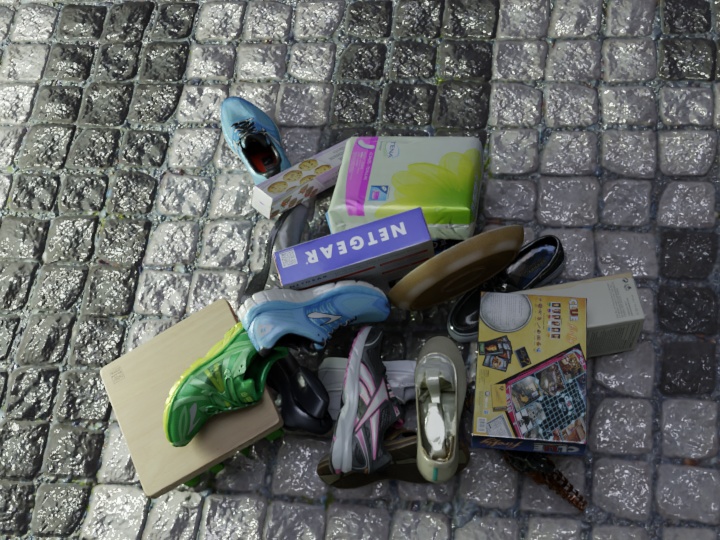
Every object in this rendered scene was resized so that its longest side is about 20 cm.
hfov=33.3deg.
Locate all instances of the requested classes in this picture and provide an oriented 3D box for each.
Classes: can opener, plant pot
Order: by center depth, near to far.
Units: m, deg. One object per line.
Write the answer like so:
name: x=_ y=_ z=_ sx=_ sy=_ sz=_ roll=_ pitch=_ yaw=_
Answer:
plant pot: x=0.129 y=0.003 z=1.559 sx=0.199 sy=0.200 sz=0.028 roll=-27 pitch=76 yaw=-4
can opener: x=-0.092 y=0.144 z=1.605 sx=0.079 sy=0.063 sz=0.200 roll=-56 pitch=42 yaw=15

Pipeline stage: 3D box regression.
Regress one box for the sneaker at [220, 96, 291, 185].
sneaker: x=-0.153 y=-0.194 z=1.800 sx=0.078 sy=0.090 sz=0.200 roll=-30 pitch=62 yaw=-5

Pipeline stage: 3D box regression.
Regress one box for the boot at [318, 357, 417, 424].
boot: x=0.034 y=0.173 z=1.600 sx=0.199 sy=0.074 sz=0.096 roll=1 pitch=68 yaw=21

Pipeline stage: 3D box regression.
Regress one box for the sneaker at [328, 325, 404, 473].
sneaker: x=0.016 y=0.171 z=1.531 sx=0.086 sy=0.080 sz=0.201 roll=11 pitch=64 yaw=0

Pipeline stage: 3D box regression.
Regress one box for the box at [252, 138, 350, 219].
box: x=-0.072 y=-0.135 z=1.743 sx=0.041 sy=0.039 sz=0.200 roll=38 pitch=48 yaw=25

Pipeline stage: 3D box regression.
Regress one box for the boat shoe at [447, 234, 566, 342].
boat shoe: x=0.197 y=0.019 z=1.648 sx=0.200 sy=0.057 sz=0.069 roll=-38 pitch=62 yaw=-10

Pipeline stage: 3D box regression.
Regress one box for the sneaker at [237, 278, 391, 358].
sneaker: x=-0.052 y=0.071 z=1.513 sx=0.199 sy=0.078 sz=0.090 roll=-8 pitch=65 yaw=-22

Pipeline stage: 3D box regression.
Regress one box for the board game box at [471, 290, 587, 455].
board game box: x=0.207 y=0.122 z=1.462 sx=0.135 sy=0.035 sz=0.201 roll=4 pitch=57 yaw=6

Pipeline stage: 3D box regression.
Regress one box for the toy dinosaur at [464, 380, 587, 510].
toy dinosaur: x=0.214 y=0.213 z=1.513 sx=0.199 sy=0.136 sz=0.102 roll=29 pitch=69 yaw=-4

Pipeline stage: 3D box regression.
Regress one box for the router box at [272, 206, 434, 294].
router box: x=0.000 y=0.000 z=1.575 sx=0.199 sy=0.180 sz=0.049 roll=-17 pitch=68 yaw=0

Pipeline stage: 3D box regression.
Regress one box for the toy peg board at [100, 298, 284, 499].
toy peg board: x=-0.214 y=0.180 z=1.607 sx=0.199 sy=0.098 sz=0.200 roll=-30 pitch=62 yaw=3

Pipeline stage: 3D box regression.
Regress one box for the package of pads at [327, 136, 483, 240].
package of pads: x=0.067 y=-0.116 z=1.656 sx=0.199 sy=0.068 sz=0.155 roll=2 pitch=47 yaw=12

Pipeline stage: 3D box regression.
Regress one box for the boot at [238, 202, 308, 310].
boot: x=-0.078 y=0.007 z=1.712 sx=0.131 sy=0.070 sz=0.201 roll=18 pitch=74 yaw=12

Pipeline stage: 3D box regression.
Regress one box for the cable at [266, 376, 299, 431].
cable: x=-0.149 y=0.146 z=1.666 sx=0.199 sy=0.050 sz=0.097 roll=29 pitch=72 yaw=11

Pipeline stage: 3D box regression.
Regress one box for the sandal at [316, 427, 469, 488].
sandal: x=0.041 y=0.237 z=1.563 sx=0.199 sy=0.081 sz=0.054 roll=-9 pitch=40 yaw=11

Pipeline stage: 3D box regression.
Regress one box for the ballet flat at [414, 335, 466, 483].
ballet flat: x=0.097 y=0.163 z=1.501 sx=0.069 sy=0.070 sz=0.201 roll=-5 pitch=61 yaw=8

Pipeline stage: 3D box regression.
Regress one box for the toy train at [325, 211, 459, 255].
toy train: x=0.049 y=-0.054 z=1.702 sx=0.199 sy=0.087 sz=0.115 roll=-19 pitch=53 yaw=-1

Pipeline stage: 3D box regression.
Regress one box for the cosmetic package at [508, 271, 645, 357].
cosmetic package: x=0.260 y=0.070 z=1.573 sx=0.199 sy=0.104 sz=0.073 roll=-8 pitch=62 yaw=-2

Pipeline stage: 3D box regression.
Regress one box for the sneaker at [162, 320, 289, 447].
sneaker: x=-0.170 y=0.145 z=1.511 sx=0.083 sy=0.074 sz=0.200 roll=37 pitch=82 yaw=31
